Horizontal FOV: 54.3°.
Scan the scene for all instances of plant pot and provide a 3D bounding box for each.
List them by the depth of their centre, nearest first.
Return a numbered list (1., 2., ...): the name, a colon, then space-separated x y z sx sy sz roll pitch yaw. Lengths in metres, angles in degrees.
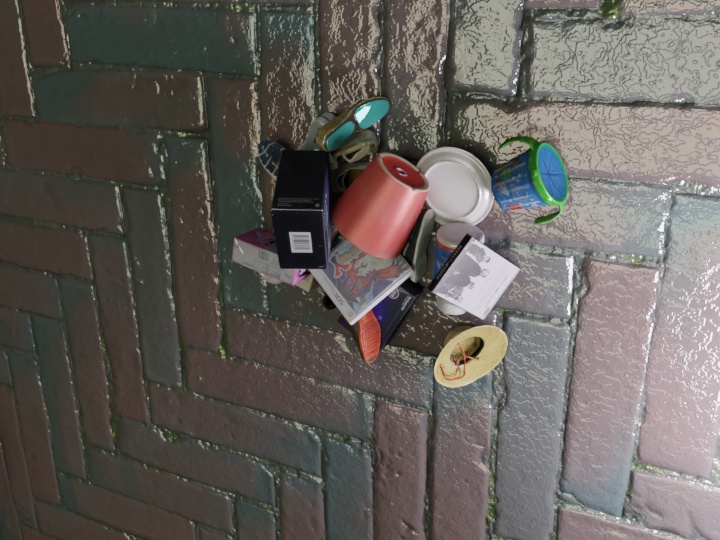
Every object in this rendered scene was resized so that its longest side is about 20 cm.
1. plant pot: 0.054 -0.158 1.606 0.200 0.200 0.178 39 120 10

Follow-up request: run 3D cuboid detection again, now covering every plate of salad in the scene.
1. plate of salad: 0.215 -0.192 1.618 0.199 0.048 0.201 15 125 23

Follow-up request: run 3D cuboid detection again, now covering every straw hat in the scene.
1. straw hat: 0.251 0.183 1.712 0.202 0.200 0.085 -65 32 28

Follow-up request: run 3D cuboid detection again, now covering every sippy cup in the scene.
1. sippy cup: 0.357 -0.191 1.511 0.130 0.139 0.179 -16 77 40

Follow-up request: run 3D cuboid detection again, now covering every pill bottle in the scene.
1. pill bottle: 0.226 0.000 1.640 0.111 0.112 0.201 15 125 22

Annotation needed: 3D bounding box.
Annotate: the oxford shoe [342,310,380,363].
1. oxford shoe: -0.002 0.132 1.758 0.072 0.071 0.202 -2 101 47

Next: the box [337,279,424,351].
1. box: 0.051 0.088 1.791 0.141 0.079 0.201 35 120 9

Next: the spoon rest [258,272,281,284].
1. spoon rest: -0.228 -0.043 1.906 0.099 0.061 0.201 37 133 12

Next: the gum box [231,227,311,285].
1. gum box: -0.210 -0.037 1.772 0.199 0.113 0.067 21 116 21

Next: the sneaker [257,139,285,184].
1. sneaker: -0.201 -0.240 1.794 0.201 0.077 0.085 53 156 -2

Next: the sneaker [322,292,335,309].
1. sneaker: -0.035 0.021 1.802 0.075 0.087 0.201 33 119 13

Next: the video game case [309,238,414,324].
1. video game case: 0.000 0.000 1.700 0.200 0.023 0.183 -40 67 2

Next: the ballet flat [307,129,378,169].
1. ballet flat: -0.052 -0.276 1.671 0.199 0.068 0.064 -22 60 0

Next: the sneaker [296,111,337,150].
1. sneaker: -0.102 -0.310 1.734 0.073 0.071 0.200 45 143 4

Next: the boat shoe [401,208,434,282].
1. boat shoe: 0.129 -0.064 1.688 0.060 0.075 0.201 26 124 24

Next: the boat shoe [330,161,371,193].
1. boat shoe: -0.040 -0.223 1.720 0.200 0.086 0.075 -1 107 27

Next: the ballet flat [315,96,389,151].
1. ballet flat: -0.024 -0.350 1.634 0.071 0.200 0.071 47 164 17

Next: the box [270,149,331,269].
1. box: -0.130 -0.142 1.634 0.122 0.200 0.201 0 140 1

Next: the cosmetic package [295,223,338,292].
1. cosmetic package: -0.133 -0.058 1.834 0.105 0.071 0.201 30 118 15

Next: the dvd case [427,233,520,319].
1. dvd case: 0.259 0.018 1.582 0.151 0.199 0.025 -55 42 10
